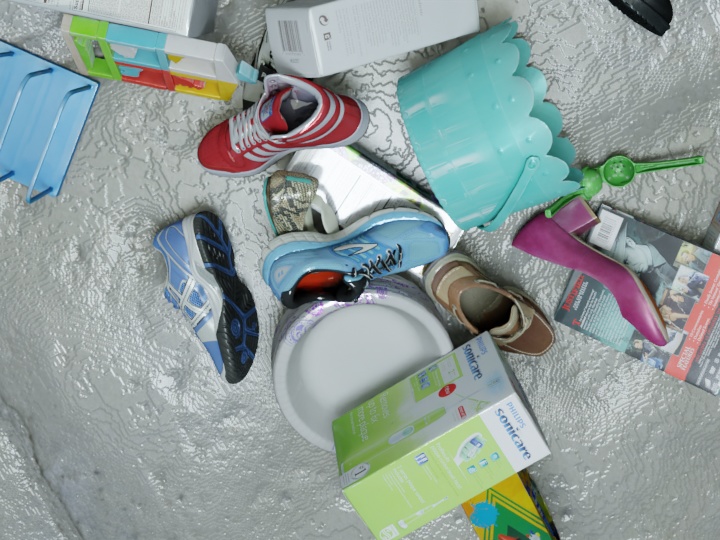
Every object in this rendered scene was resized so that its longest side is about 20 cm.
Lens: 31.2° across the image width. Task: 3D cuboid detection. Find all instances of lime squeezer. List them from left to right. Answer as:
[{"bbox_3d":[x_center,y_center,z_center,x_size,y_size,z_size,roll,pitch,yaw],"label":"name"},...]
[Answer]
[{"bbox_3d":[0.271,-0.094,1.401,0.199,0.071,0.038,-19,127,-18],"label":"lime squeezer"}]

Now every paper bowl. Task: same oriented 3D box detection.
[{"bbox_3d":[0.000,0.095,1.426,0.200,0.104,0.202,-2,113,-5],"label":"paper bowl"}]

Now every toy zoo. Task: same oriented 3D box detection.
[{"bbox_3d":[-0.207,-0.220,1.363,0.199,0.131,0.021,11,79,-1],"label":"toy zoo"}]

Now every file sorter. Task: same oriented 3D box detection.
[{"bbox_3d":[-0.407,-0.172,1.380,0.199,0.123,0.139,23,102,-4],"label":"file sorter"}]

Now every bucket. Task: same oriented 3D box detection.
[{"bbox_3d":[0.135,-0.146,1.338,0.134,0.207,0.208,-23,101,16],"label":"bucket"}]

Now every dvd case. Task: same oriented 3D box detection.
[{"bbox_3d":[0.329,0.031,1.420,0.199,0.022,0.147,25,102,20],"label":"dvd case"}]

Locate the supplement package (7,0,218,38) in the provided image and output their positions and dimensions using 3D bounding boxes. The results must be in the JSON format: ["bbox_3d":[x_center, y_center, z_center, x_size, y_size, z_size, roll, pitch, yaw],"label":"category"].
[{"bbox_3d":[-0.246,-0.328,1.308,0.199,0.191,0.148,11,101,-2],"label":"supplement package"}]

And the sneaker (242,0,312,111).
[{"bbox_3d":[-0.083,-0.221,1.382,0.074,0.089,0.201,15,103,-3],"label":"sneaker"}]

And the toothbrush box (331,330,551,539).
[{"bbox_3d":[0.078,0.172,1.331,0.199,0.146,0.086,-29,112,7],"label":"toothbrush box"}]

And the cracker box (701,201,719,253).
[{"bbox_3d":[0.443,0.005,1.434,0.133,0.058,0.201,20,101,-2],"label":"cracker box"}]

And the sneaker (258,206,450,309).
[{"bbox_3d":[0.000,0.000,1.327,0.199,0.090,0.079,-15,131,-6],"label":"sneaker"}]

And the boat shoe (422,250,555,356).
[{"bbox_3d":[0.148,0.051,1.407,0.200,0.072,0.076,29,103,-37],"label":"boat shoe"}]

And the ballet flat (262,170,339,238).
[{"bbox_3d":[-0.059,-0.031,1.383,0.075,0.068,0.200,4,143,5],"label":"ballet flat"}]

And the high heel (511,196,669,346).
[{"bbox_3d":[0.250,0.016,1.402,0.096,0.067,0.200,-36,72,12],"label":"high heel"}]

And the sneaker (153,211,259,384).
[{"bbox_3d":[-0.172,0.033,1.453,0.077,0.076,0.201,-9,102,26],"label":"sneaker"}]

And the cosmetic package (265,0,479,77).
[{"bbox_3d":[0.014,-0.256,1.319,0.199,0.102,0.074,-19,109,-26],"label":"cosmetic package"}]

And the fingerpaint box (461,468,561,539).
[{"bbox_3d":[0.162,0.259,1.420,0.073,0.200,0.167,-27,100,5],"label":"fingerpaint box"}]

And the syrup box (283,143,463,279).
[{"bbox_3d":[0.013,-0.077,1.413,0.200,0.079,0.082,32,100,-5],"label":"syrup box"}]

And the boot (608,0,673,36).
[{"bbox_3d":[0.293,-0.367,1.354,0.198,0.073,0.163,39,97,-6],"label":"boot"}]

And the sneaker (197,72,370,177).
[{"bbox_3d":[-0.102,-0.148,1.321,0.199,0.112,0.072,-13,79,24],"label":"sneaker"}]
